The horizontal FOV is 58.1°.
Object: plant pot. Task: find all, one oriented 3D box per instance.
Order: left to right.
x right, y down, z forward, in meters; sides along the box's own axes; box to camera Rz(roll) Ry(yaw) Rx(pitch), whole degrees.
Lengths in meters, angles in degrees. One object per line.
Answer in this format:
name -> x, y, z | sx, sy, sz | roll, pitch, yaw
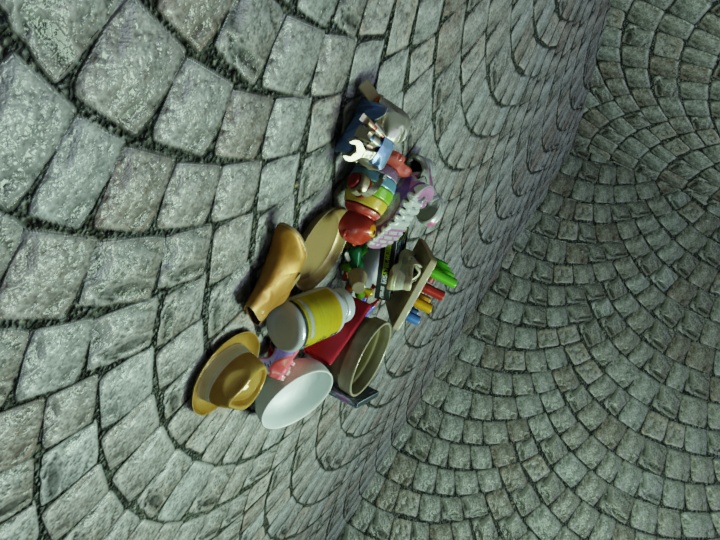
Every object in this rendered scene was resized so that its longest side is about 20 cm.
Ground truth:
plant pot -> -0.089, -0.052, 1.409 | 0.200, 0.027, 0.201 | -49, 157, -29
plant pot -> -0.043, 0.183, 1.609 | 0.200, 0.172, 0.201 | -50, 155, -33

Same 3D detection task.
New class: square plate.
square plate -> 0.040, -0.034, 1.745 | 0.199, 0.028, 0.200 | -27, 140, -58

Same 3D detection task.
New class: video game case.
video game case -> -0.065, 0.289, 1.662 | 0.143, 0.198, 0.019 | -4, 115, -66

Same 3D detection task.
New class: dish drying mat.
dish drying mat -> -0.052, 0.135, 1.514 | 0.200, 0.076, 0.018 | -52, 156, -40

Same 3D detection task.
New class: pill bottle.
pill bottle -> -0.102, 0.099, 1.416 | 0.199, 0.111, 0.113 | -18, 134, -50

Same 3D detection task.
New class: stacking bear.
stacking bear -> 0.016, -0.151, 1.375 | 0.202, 0.112, 0.121 | -68, 161, -5

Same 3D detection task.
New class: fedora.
fedora -> -0.248, 0.220, 1.295 | 0.201, 0.081, 0.202 | -49, 156, -31

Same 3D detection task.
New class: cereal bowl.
cereal bowl -> -0.166, 0.276, 1.528 | 0.198, 0.084, 0.201 | -28, 148, -19

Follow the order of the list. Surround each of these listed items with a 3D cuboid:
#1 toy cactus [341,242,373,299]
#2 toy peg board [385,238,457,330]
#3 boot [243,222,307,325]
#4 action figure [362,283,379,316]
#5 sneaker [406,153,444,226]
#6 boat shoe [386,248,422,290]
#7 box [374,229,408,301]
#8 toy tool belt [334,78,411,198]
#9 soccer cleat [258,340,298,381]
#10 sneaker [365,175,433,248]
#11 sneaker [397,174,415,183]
toy cactus -> 0.000, 0.000, 1.539 | 0.166, 0.101, 0.202 | -95, -169, -59
toy peg board -> 0.159, 0.048, 1.667 | 0.201, 0.097, 0.200 | -62, -169, 14
boot -> -0.168, 0.015, 1.237 | 0.144, 0.070, 0.202 | -53, 163, -30
action figure -> -0.009, 0.132, 1.768 | 0.200, 0.065, 0.099 | -47, 164, 0
sneaker -> 0.150, -0.207, 1.640 | 0.081, 0.203, 0.088 | -24, 154, 27
boat shoe -> 0.114, 0.003, 1.562 | 0.200, 0.064, 0.073 | -49, 150, -68
box -> 0.084, -0.056, 1.640 | 0.201, 0.047, 0.196 | -63, 160, -58
toy tool belt -> 0.002, -0.258, 1.270 | 0.122, 0.124, 0.202 | 30, 85, -39
soccer cleat -> -0.163, 0.158, 1.460 | 0.067, 0.076, 0.201 | -45, -167, 43
sneaker -> 0.074, -0.138, 1.465 | 0.200, 0.089, 0.080 | -49, 154, 21
sneaker -> 0.059, -0.186, 1.520 | 0.200, 0.081, 0.076 | -44, 156, -37
